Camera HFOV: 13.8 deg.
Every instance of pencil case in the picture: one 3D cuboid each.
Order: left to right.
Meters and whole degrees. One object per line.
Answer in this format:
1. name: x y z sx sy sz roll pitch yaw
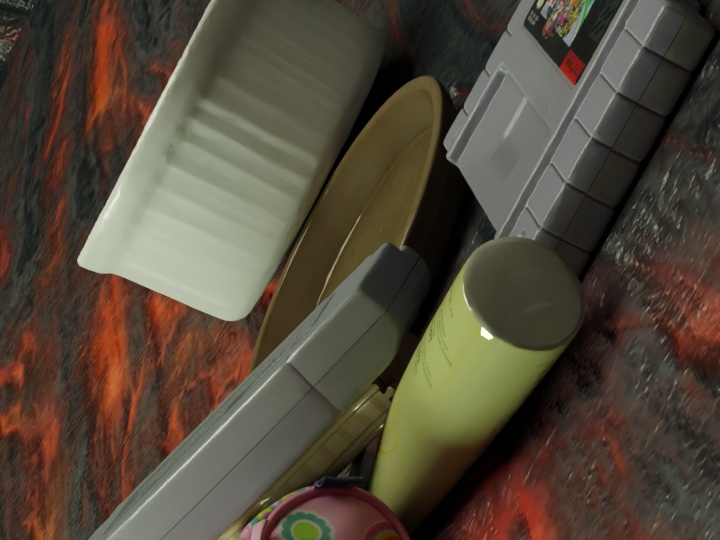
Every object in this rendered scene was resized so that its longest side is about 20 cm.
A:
1. pencil case: -0.047 0.152 1.249 0.200 0.087 0.088 -42 26 58

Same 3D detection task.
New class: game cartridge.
1. game cartridge: -0.051 0.075 1.276 0.200 0.040 0.133 -45 -1 15
2. game cartridge: 0.088 -0.079 1.270 0.200 0.038 0.130 -114 47 -71

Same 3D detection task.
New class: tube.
1. tube: 0.032 0.059 1.203 0.058 0.052 0.200 -25 -19 -30

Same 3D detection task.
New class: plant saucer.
1. plant saucer: 0.000 0.000 1.454 0.200 0.029 0.200 -58 16 27

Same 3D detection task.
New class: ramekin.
1. ramekin: -0.067 -0.070 1.618 0.201 0.097 0.200 -61 5 8

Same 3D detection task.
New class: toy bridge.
1. toy bridge: -0.028 0.094 1.352 0.067 0.027 0.200 -48 1 -39
